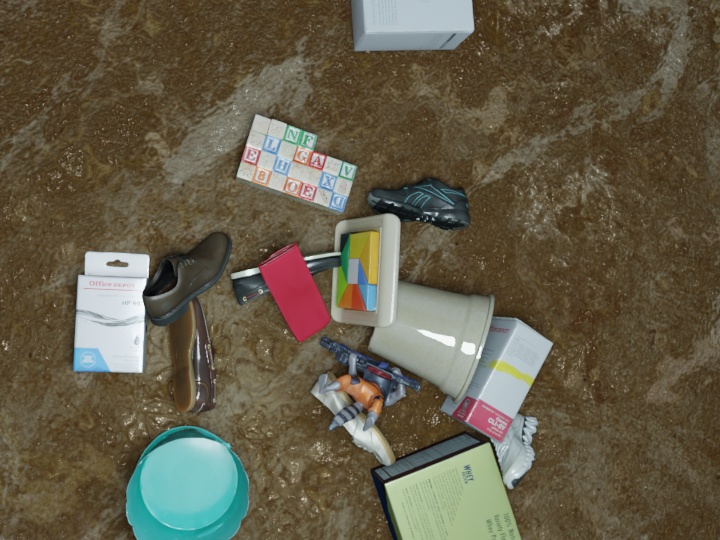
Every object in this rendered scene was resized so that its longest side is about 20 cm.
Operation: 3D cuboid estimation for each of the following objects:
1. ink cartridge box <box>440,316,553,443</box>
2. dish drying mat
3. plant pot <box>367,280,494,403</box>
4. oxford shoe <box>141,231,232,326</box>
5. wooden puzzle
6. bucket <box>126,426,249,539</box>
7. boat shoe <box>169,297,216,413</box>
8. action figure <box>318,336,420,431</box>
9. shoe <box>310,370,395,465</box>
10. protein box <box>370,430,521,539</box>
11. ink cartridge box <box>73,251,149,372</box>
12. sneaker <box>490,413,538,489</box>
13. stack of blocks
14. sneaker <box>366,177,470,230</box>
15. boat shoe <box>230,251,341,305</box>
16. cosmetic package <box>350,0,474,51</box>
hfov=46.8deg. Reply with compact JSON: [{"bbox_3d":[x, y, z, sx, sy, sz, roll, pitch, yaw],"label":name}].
[{"bbox_3d":[0.243,0.191,1.496,0.083,0.145,0.201,30,83,-9],"label":"ink cartridge box"},{"bbox_3d":[-0.111,0.040,1.435,0.076,0.018,0.201,-31,133,-9],"label":"dish drying mat"},{"bbox_3d":[0.116,0.107,1.466,0.182,0.200,0.202,19,85,2],"label":"plant pot"},{"bbox_3d":[-0.291,-0.002,1.408,0.072,0.085,0.200,19,56,29],"label":"oxford shoe"},{"bbox_3d":[0.000,0.000,1.430,0.037,0.199,0.187,4,88,-29],"label":"wooden puzzle"},{"bbox_3d":[-0.289,0.366,1.394,0.205,0.135,0.210,0,88,-12],"label":"bucket"},{"bbox_3d":[-0.286,0.144,1.439,0.070,0.070,0.202,7,76,-47],"label":"boat shoe"},{"bbox_3d":[-0.010,0.200,1.439,0.199,0.193,0.106,26,105,22],"label":"action figure"},{"bbox_3d":[-0.013,0.272,1.486,0.053,0.070,0.201,-38,87,-11],"label":"shoe"},{"bbox_3d":[0.150,0.421,1.478,0.198,0.135,0.200,-19,92,-10],"label":"protein box"},{"bbox_3d":[-0.420,0.069,1.411,0.114,0.067,0.202,2,88,-10],"label":"ink cartridge box"},{"bbox_3d":[0.265,0.314,1.487,0.081,0.200,0.076,31,114,0],"label":"sneaker"},{"bbox_3d":[-0.111,-0.186,1.480,0.198,0.059,0.116,18,85,-10],"label":"stack of blocks"},{"bbox_3d":[0.107,-0.128,1.524,0.198,0.075,0.080,10,73,-17],"label":"sneaker"},{"bbox_3d":[-0.126,0.011,1.467,0.199,0.074,0.064,-16,90,-5],"label":"boat shoe"},{"bbox_3d":[0.085,-0.509,1.494,0.198,0.123,0.202,-3,89,-12],"label":"cosmetic package"}]
